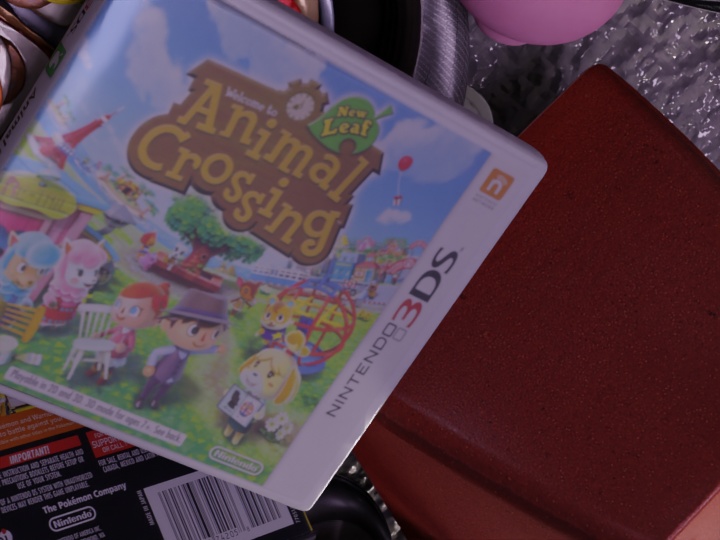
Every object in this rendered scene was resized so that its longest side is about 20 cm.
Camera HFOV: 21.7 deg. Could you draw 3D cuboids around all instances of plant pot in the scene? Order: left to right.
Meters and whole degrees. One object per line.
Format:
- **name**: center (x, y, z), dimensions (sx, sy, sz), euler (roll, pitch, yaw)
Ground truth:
- **plant pot**: center (0.124, 0.067, 0.858), dimensions (0.200, 0.176, 0.200), euler (-44, 144, -11)

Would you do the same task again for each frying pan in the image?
- **frying pan**: center (0.003, 0.169, 0.962), dimensions (0.190, 0.031, 0.115), euler (21, 84, -34)

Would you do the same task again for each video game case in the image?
- **video game case**: center (-0.125, 0.054, 0.760), dimensions (0.200, 0.181, 0.025), euler (-13, 166, -48)
- **video game case**: center (-0.051, -0.010, 0.726), dimensions (0.200, 0.022, 0.182), euler (26, 106, -32)

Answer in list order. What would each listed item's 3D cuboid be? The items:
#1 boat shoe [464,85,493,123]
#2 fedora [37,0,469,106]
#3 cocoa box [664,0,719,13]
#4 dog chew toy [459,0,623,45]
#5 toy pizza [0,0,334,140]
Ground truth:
- **boat shoe**: center (0.000, 0.000, 0.888), dimensions (0.072, 0.061, 0.202), euler (32, 96, 7)
- **fedora**: center (-0.052, -0.114, 0.785), dimensions (0.176, 0.090, 0.200), euler (-32, 118, -9)
- **cocoa box**: center (0.220, -0.158, 0.735), dimensions (0.133, 0.200, 0.132), euler (8, 96, -29)
- **dog chew toy**: center (0.092, -0.169, 0.712), dimensions (0.124, 0.125, 0.200), euler (3, 134, -26)
- **toy pizza**: center (-0.107, -0.083, 0.705), dimensions (0.199, 0.032, 0.201), euler (-4, 114, -9)
